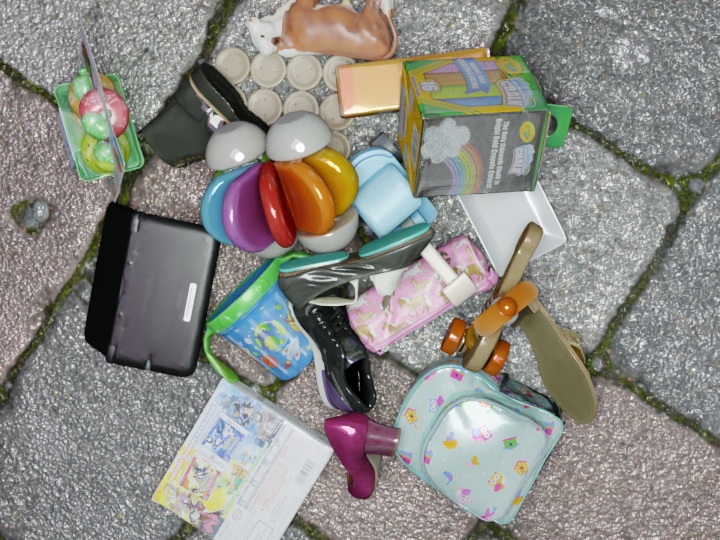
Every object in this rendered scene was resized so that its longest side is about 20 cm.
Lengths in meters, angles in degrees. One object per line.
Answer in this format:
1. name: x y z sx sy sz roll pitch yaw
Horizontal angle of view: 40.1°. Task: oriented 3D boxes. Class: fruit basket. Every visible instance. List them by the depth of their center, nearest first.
1. fruit basket: -0.338 -0.193 1.255 0.093 0.200 0.187 -17 87 -13

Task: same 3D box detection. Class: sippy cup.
1. sippy cup: -0.111 0.069 1.297 0.130 0.140 0.178 46 132 -9

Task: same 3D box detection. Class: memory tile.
1. memory tile: -0.104 -0.218 1.327 0.198 0.017 0.155 5 95 5

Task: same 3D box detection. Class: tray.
1. tray: 0.180 -0.103 1.295 0.107 0.022 0.201 -27 91 -7

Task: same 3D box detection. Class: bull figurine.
1. bull figurine: -0.047 -0.328 1.286 0.198 0.065 0.123 8 89 -1

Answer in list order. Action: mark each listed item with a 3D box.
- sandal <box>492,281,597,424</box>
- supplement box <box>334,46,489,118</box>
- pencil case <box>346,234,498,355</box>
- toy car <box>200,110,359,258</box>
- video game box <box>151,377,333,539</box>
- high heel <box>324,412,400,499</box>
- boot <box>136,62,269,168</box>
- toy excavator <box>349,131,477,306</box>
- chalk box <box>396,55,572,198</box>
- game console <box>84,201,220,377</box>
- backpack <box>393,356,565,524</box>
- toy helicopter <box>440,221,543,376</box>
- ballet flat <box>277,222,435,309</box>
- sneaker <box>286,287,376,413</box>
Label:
1. sandal: 0.259 0.091 1.284 0.069 0.078 0.212 -32 86 -37
2. supplement box: 0.069 -0.241 1.275 0.198 0.069 0.067 -6 94 3
3. pencil case: 0.079 0.032 1.292 0.199 0.083 0.087 -33 93 6
4. toy car: -0.107 -0.083 1.183 0.198 0.150 0.176 -4 121 28
5. video game box: -0.159 0.275 1.352 0.181 0.047 0.201 32 96 1
6. high heel: -0.016 0.237 1.274 0.095 0.201 0.068 14 51 -6
7. boot: -0.188 -0.153 1.308 0.138 0.077 0.200 -36 93 22
8. toy excavator: 0.056 -0.058 1.235 0.100 0.200 0.195 -38 111 7
9. chalk box: 0.154 -0.177 1.198 0.198 0.124 0.125 -4 134 -9
10. game console: -0.283 0.022 1.324 0.174 0.116 0.202 11 96 -3
11. backpack: 0.141 0.210 1.267 0.199 0.153 0.177 30 101 11
12. toy helicopter: 0.174 0.030 1.201 0.078 0.132 0.201 26 83 2
13. ballet flat: 0.000 0.000 1.174 0.198 0.068 0.069 -15 106 12
14. sneaker: -0.025 0.082 1.228 0.075 0.087 0.201 -26 104 -27
